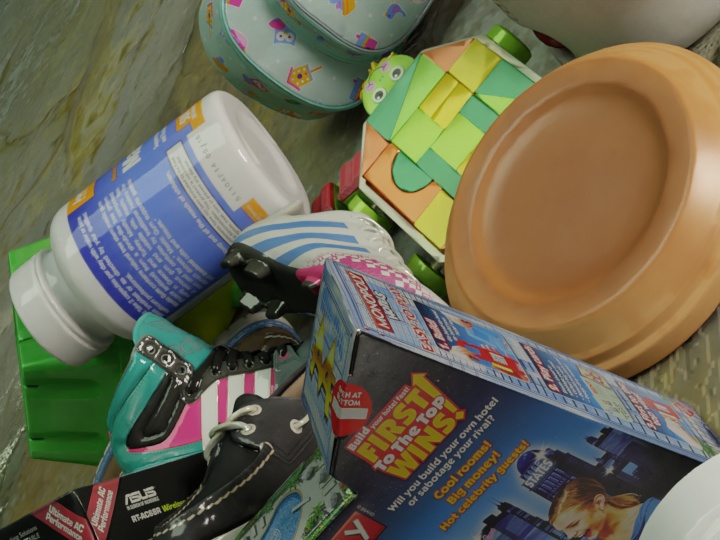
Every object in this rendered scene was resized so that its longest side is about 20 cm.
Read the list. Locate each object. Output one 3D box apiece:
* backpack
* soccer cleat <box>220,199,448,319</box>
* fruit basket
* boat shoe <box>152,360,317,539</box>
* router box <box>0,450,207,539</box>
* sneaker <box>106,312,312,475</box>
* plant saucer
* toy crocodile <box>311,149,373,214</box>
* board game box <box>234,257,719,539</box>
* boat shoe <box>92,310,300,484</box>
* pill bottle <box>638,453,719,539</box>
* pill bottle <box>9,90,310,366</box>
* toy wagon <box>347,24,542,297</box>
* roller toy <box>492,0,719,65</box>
[{"bbox_3d":[-0.032,-0.228,1.062,0.201,0.175,0.153,-60,23,-4],"label":"backpack"},{"bbox_3d":[0.000,0.000,0.775,0.199,0.070,0.086,21,53,43],"label":"soccer cleat"},{"bbox_3d":[-0.177,0.045,1.048,0.216,0.213,0.157,-100,12,-55],"label":"fruit basket"},{"bbox_3d":[-0.045,0.089,0.663,0.074,0.061,0.200,-26,2,38],"label":"boat shoe"},{"bbox_3d":[-0.156,0.165,0.716,0.199,0.149,0.063,-29,78,30],"label":"router box"},{"bbox_3d":[-0.087,0.063,0.838,0.200,0.121,0.084,-43,-9,-5],"label":"sneaker"},{"bbox_3d":[0.118,-0.036,0.697,0.199,0.037,0.202,-26,50,35],"label":"plant saucer"},{"bbox_3d":[0.013,-0.061,0.917,0.200,0.062,0.068,-41,30,24],"label":"toy crocodile"},{"bbox_3d":[0.028,0.097,0.556,0.200,0.199,0.062,-47,29,11],"label":"board game box"},{"bbox_3d":[-0.115,0.117,0.904,0.200,0.072,0.072,-51,28,6],"label":"boat shoe"},{"bbox_3d":[0.165,0.141,0.380,0.116,0.116,0.200,-49,27,9],"label":"pill bottle"},{"bbox_3d":[-0.142,-0.023,0.899,0.199,0.112,0.112,-35,30,11],"label":"pill bottle"},{"bbox_3d":[0.055,-0.085,0.834,0.156,0.039,0.200,-50,52,7],"label":"toy wagon"},{"bbox_3d":[0.151,-0.224,0.799,0.182,0.139,0.201,-19,43,49],"label":"roller toy"}]
